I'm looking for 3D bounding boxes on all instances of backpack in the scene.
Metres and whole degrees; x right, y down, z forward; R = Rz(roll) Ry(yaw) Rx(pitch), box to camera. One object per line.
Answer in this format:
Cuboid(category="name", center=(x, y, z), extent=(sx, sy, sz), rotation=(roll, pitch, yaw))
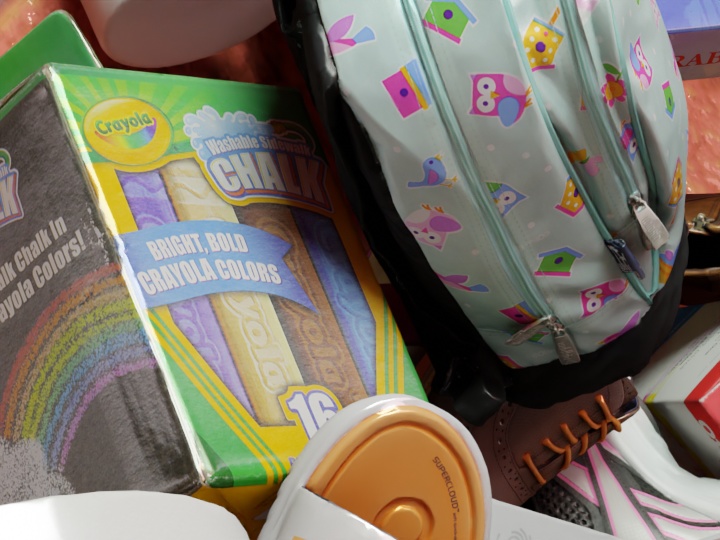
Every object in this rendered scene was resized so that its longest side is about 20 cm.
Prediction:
Cuboid(category="backpack", center=(0.046, -0.065, 1.030), extent=(0.200, 0.126, 0.167), rotation=(60, 10, -53))

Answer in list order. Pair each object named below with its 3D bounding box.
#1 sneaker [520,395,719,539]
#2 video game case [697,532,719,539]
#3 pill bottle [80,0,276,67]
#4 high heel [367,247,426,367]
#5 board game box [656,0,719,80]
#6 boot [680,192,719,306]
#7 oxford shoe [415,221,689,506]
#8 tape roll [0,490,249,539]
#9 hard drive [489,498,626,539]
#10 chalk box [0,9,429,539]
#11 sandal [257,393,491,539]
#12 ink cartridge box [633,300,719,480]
Cuboid(category="sneaker", center=(0.108, 0.118, 1.156), extent=(0.086, 0.080, 0.200), rotation=(-37, 57, -25))
Cuboid(category="video game case", center=(0.095, 0.194, 0.939), extent=(0.181, 0.045, 0.200), rotation=(-13, 99, -35))
Cuboid(category="pill bottle", center=(-0.096, -0.188, 1.186), extent=(0.114, 0.114, 0.200), rotation=(1, 59, -48))
Cuboid(category="high heel", center=(0.000, 0.000, 1.167), extent=(0.200, 0.067, 0.096), rotation=(3, 66, -65))
Cuboid(category="board game box", center=(0.065, -0.164, 1.217), extent=(0.200, 0.041, 0.200), rotation=(-7, 61, -15))
Cuboid(category="boot", center=(0.195, -0.014, 1.255), extent=(0.200, 0.188, 0.069), rotation=(24, 76, -80))
Cuboid(category="oxford shoe", center=(0.061, 0.052, 1.117), extent=(0.200, 0.073, 0.071), rotation=(-67, 157, -14))
Cuboid(category="tape roll", center=(-0.113, 0.136, 0.806), extent=(0.202, 0.202, 0.071), rotation=(3, 57, -47))
Cuboid(category="hard drive", center=(0.055, 0.186, 1.010), extent=(0.132, 0.026, 0.200), rotation=(19, 80, -37))
Cuboid(category="chalk box", center=(-0.080, 0.010, 1.020), extent=(0.124, 0.124, 0.200), rotation=(3, 58, -47))
Cuboid(category="sandal", center=(-0.008, 0.142, 0.929), extent=(0.079, 0.207, 0.059), rotation=(23, 2, -28))
Cuboid(category="ink cartridge box", center=(0.175, 0.073, 1.195), extent=(0.067, 0.200, 0.116), rotation=(-44, 95, -11))
